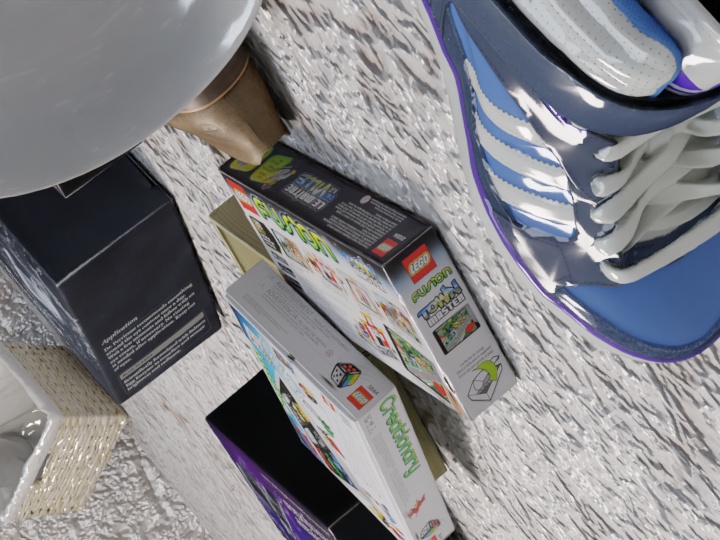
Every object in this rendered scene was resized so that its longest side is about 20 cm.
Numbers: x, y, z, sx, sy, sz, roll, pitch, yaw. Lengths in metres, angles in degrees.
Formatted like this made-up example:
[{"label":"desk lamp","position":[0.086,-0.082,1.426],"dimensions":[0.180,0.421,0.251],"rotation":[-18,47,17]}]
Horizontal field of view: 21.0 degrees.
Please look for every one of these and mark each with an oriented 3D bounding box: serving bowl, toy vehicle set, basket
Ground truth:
[{"label":"serving bowl","position":[-0.140,-0.123,0.875],"dimensions":[0.066,0.199,0.200],"rotation":[55,169,24]},{"label":"toy vehicle set","position":[-0.021,0.048,1.276],"dimensions":[0.124,0.026,0.201],"rotation":[35,159,51]},{"label":"basket","position":[-0.484,0.234,2.864],"dimensions":[0.160,0.199,0.200],"rotation":[3,-149,-50]}]

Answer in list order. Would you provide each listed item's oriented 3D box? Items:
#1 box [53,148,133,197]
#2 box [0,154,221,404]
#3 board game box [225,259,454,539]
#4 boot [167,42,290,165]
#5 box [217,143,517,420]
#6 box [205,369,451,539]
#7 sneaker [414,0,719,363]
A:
[{"label":"box","position":[-0.256,-0.169,1.397],"dimensions":[0.141,0.079,0.201],"rotation":[41,163,47]},{"label":"box","position":[-0.231,-0.030,1.587],"dimensions":[0.197,0.117,0.200],"rotation":[44,164,29]},{"label":"board game box","position":[-0.010,0.090,1.198],"dimensions":[0.126,0.035,0.200],"rotation":[43,166,31]},{"label":"boot","position":[-0.108,-0.104,1.096],"dimensions":[0.076,0.074,0.200],"rotation":[48,169,-34]},{"label":"box","position":[0.000,0.000,1.062],"dimensions":[0.200,0.035,0.110],"rotation":[32,156,56]},{"label":"box","position":[-0.015,0.172,1.447],"dimensions":[0.200,0.079,0.141],"rotation":[33,160,54]},{"label":"sneaker","position":[0.083,-0.044,0.564],"dimensions":[0.201,0.080,0.146],"rotation":[63,168,-19]}]
